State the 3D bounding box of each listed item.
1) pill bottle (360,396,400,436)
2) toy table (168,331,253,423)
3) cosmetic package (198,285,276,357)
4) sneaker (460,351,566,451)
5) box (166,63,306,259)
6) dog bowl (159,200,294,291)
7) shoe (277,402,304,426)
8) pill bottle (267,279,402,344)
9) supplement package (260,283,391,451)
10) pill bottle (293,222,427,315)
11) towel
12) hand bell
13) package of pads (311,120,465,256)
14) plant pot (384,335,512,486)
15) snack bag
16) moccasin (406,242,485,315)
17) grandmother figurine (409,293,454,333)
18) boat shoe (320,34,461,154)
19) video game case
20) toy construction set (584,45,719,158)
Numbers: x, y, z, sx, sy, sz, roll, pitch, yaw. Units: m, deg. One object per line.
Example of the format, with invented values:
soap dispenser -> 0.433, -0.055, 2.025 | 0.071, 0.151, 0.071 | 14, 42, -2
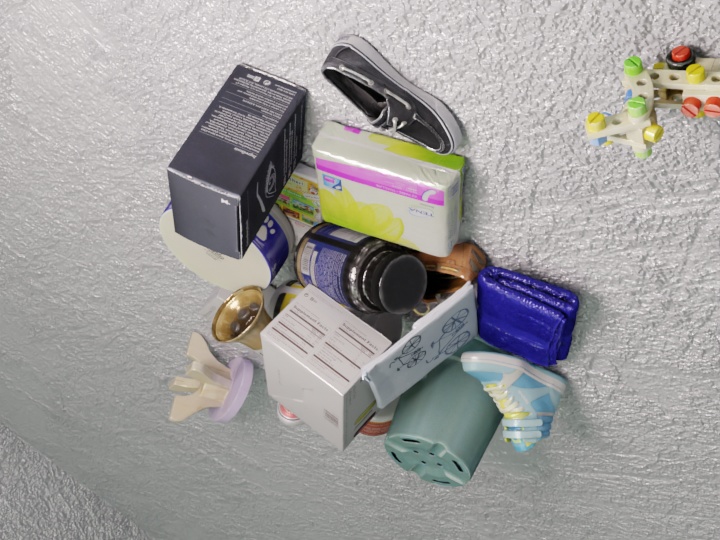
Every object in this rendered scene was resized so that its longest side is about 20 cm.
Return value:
pill bottle -> 0.024, 0.232, 1.815 | 0.112, 0.112, 0.200 | 25, 160, 5
toy table -> -0.301, 0.222, 2.030 | 0.117, 0.184, 0.200 | 20, 143, -19
cosmetic package -> -0.171, 0.087, 1.802 | 0.200, 0.081, 0.113 | 34, 150, -10
sneaker -> 0.227, 0.202, 1.564 | 0.200, 0.131, 0.079 | 22, 164, -28
box -> -0.159, -0.142, 1.349 | 0.104, 0.200, 0.148 | 23, 148, 8
dog bowl -> -0.207, -0.056, 1.585 | 0.200, 0.079, 0.200 | 20, 148, 13
shoe -> -0.067, 0.172, 1.740 | 0.071, 0.200, 0.091 | 36, 148, 20
pill bottle -> -0.041, 0.083, 1.665 | 0.200, 0.114, 0.114 | 9, 144, 29
supplement package -> -0.049, 0.146, 1.510 | 0.156, 0.111, 0.200 | 35, 154, 19
pill bottle -> 0.000, 0.000, 1.467 | 0.200, 0.112, 0.112 | 19, 153, 51
towel -> 0.233, 0.072, 1.473 | 0.147, 0.050, 0.200 | 19, 156, 14
hand bell -> -0.131, 0.121, 1.628 | 0.104, 0.104, 0.200 | -6, 142, 42
package of pads -> 0.039, -0.105, 1.377 | 0.200, 0.068, 0.155 | 18, 147, 17
plant pot -> 0.141, 0.227, 1.653 | 0.200, 0.196, 0.200 | 20, 147, 14
snack bag -> 0.087, 0.112, 1.465 | 0.021, 0.200, 0.189 | 49, 171, 23
moccasin -> 0.095, 0.016, 1.497 | 0.201, 0.078, 0.074 | -8, 133, 44
grandmother figurine -> 0.101, 0.102, 1.575 | 0.061, 0.121, 0.200 | 43, 118, 7
boat shoe -> 0.036, -0.198, 1.245 | 0.200, 0.068, 0.072 | 40, 147, -19
video game case -> -0.145, -0.119, 1.544 | 0.200, 0.023, 0.182 | 23, 148, 11
toy construction set -> 0.333, -0.157, 1.015 | 0.200, 0.131, 0.092 | 18, 147, 17
